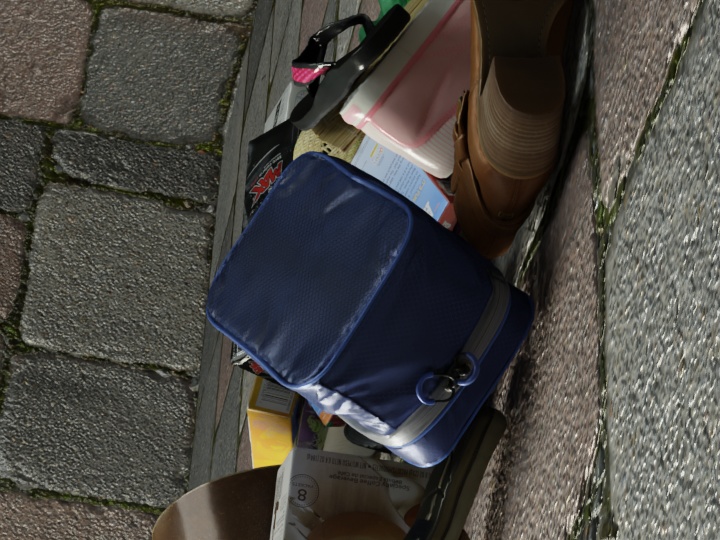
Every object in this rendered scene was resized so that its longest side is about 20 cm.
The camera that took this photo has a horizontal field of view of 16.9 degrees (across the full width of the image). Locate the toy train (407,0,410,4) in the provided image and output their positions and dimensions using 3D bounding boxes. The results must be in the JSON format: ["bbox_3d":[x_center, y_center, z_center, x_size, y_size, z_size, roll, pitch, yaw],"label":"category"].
[{"bbox_3d":[0.064,-0.239,1.857,0.056,0.042,0.201,95,-170,-61],"label":"toy train"}]

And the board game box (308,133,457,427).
[{"bbox_3d":[0.000,0.000,1.677,0.103,0.019,0.200,54,128,39],"label":"board game box"}]

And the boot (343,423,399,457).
[{"bbox_3d":[0.049,0.064,1.648,0.200,0.070,0.132,-179,102,-73],"label":"boot"}]

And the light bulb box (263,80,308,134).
[{"bbox_3d":[-0.029,-0.038,2.082,0.198,0.124,0.201,136,144,-78],"label":"light bulb box"}]

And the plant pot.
[{"bbox_3d":[-0.049,0.271,1.749,0.187,0.186,0.201,110,156,-54],"label":"plant pot"}]

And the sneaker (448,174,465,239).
[{"bbox_3d":[0.052,-0.097,1.703,0.081,0.083,0.201,119,159,-69],"label":"sneaker"}]

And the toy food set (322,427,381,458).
[{"bbox_3d":[0.008,0.130,1.858,0.200,0.060,0.144,98,-174,-56],"label":"toy food set"}]

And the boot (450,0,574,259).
[{"bbox_3d":[0.089,-0.121,1.513,0.155,0.073,0.201,103,175,-55],"label":"boot"}]

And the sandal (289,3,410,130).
[{"bbox_3d":[-0.015,-0.148,1.645,0.075,0.045,0.200,-52,4,-17],"label":"sandal"}]

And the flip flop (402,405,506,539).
[{"bbox_3d":[0.053,0.182,1.493,0.201,0.057,0.081,-66,11,-5],"label":"flip flop"}]

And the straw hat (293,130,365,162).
[{"bbox_3d":[-0.002,-0.087,1.801,0.201,0.085,0.202,17,-90,-73],"label":"straw hat"}]

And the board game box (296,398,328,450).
[{"bbox_3d":[-0.035,0.142,1.930,0.120,0.032,0.201,-60,-17,-64],"label":"board game box"}]

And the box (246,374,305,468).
[{"bbox_3d":[-0.056,0.099,1.951,0.200,0.041,0.119,86,-163,-65],"label":"box"}]

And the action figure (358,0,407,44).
[{"bbox_3d":[0.047,-0.178,1.953,0.200,0.054,0.119,-108,29,-59],"label":"action figure"}]

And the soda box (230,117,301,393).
[{"bbox_3d":[-0.048,-0.015,1.844,0.063,0.071,0.201,-26,49,41],"label":"soda box"}]

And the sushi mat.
[{"bbox_3d":[0.038,-0.167,1.710,0.200,0.012,0.096,-49,25,3],"label":"sushi mat"}]

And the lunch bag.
[{"bbox_3d":[0.015,0.028,1.497,0.136,0.132,0.200,-55,33,2],"label":"lunch bag"}]

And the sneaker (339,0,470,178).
[{"bbox_3d":[0.084,-0.149,1.619,0.200,0.105,0.075,-52,1,-13],"label":"sneaker"}]

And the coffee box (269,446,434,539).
[{"bbox_3d":[-0.008,0.232,1.647,0.080,0.114,0.201,122,155,-70],"label":"coffee box"}]
